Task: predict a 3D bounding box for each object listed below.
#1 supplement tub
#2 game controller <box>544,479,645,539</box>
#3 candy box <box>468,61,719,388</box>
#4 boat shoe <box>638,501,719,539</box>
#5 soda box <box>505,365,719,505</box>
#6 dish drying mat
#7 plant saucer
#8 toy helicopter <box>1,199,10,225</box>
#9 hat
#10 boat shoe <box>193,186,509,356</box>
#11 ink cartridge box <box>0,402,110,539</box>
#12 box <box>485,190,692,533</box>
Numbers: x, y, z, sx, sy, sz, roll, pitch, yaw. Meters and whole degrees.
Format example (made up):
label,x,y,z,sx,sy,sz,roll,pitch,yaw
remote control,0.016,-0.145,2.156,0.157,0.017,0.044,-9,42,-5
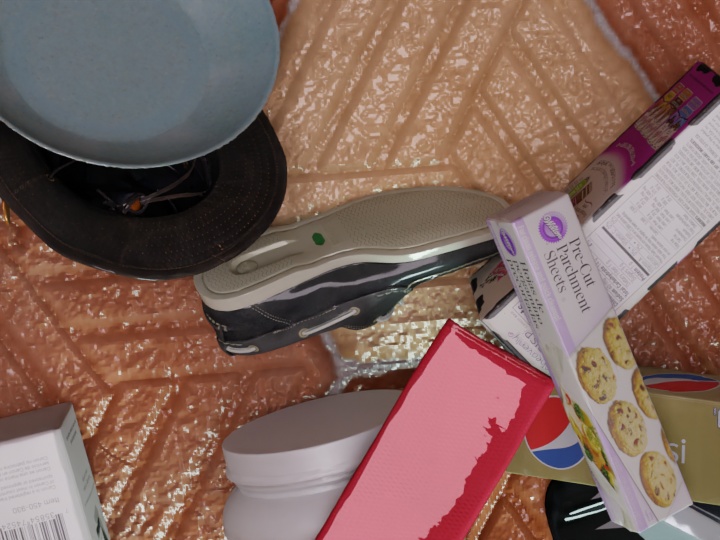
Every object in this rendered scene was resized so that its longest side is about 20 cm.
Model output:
label,x,y,z,sx,sy,sz,roll,pitch,yaw
supplement tub,-0.003,0.186,1.582,0.144,0.145,0.201,-13,100,2
game controller,0.188,0.209,1.648,0.104,0.042,0.201,-15,100,17
candy box,0.158,-0.030,1.550,0.200,0.136,0.061,-43,98,8
boat shoe,0.257,0.152,1.603,0.200,0.071,0.091,26,75,-20
soda box,0.159,0.094,1.562,0.199,0.068,0.064,7,102,30
dish drying mat,0.031,0.131,1.495,0.077,0.018,0.200,30,93,-10
plant saucer,-0.149,-0.135,1.536,0.200,0.039,0.202,8,56,-12
toy helicopter,-0.262,-0.105,1.565,0.132,0.079,0.201,12,96,-3
hat,-0.146,-0.061,1.564,0.200,0.201,0.081,19,144,-4
boat shoe,0.000,0.000,1.597,0.199,0.072,0.068,-17,126,-2
ink cartridge box,-0.225,0.200,1.614,0.146,0.083,0.201,-14,99,2
box,0.131,0.052,1.473,0.041,0.039,0.201,-26,103,-16
